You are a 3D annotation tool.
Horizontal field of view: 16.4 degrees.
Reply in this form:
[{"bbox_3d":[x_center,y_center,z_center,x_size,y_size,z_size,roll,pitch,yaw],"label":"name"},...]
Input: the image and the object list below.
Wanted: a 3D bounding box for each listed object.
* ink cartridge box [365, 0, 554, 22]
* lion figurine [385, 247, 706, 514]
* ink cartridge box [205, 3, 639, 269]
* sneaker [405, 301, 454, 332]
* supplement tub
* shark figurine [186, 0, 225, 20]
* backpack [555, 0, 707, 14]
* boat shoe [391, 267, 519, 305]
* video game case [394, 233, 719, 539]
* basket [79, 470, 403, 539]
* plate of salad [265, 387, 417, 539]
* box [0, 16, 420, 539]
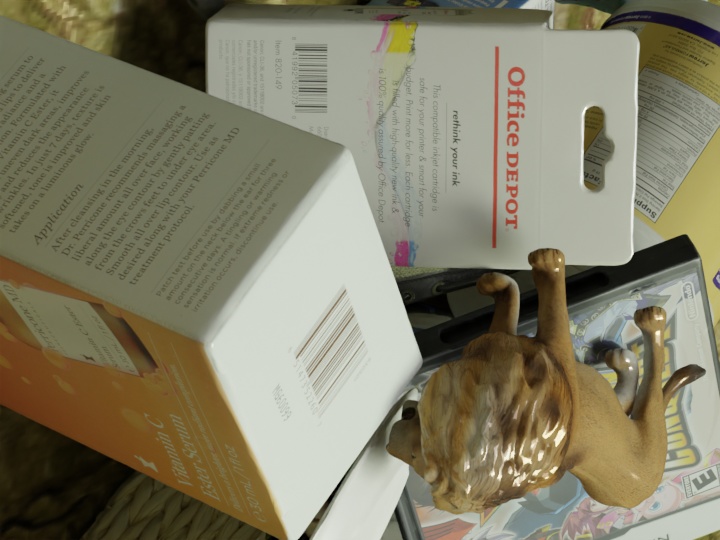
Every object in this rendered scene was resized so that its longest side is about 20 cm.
[{"bbox_3d":[0.021,-0.070,1.346,0.200,0.076,0.137,-42,143,-40],"label":"ink cartridge box"},{"bbox_3d":[0.099,0.069,1.150,0.200,0.072,0.123,22,59,-39],"label":"lion figurine"},{"bbox_3d":[0.030,-0.064,1.173,0.068,0.199,0.117,-62,153,-76],"label":"ink cartridge box"},{"bbox_3d":[0.028,0.057,1.444,0.200,0.076,0.077,28,81,-59],"label":"sneaker"},{"bbox_3d":[0.150,-0.035,1.363,0.200,0.145,0.146,-54,148,-22],"label":"supplement tub"},{"bbox_3d":[-0.092,-0.171,1.086,0.214,0.089,0.128,-4,112,-60],"label":"shark figurine"},{"bbox_3d":[0.179,-0.237,1.432,0.200,0.150,0.178,-55,150,-13],"label":"backpack"},{"bbox_3d":[0.000,-0.001,1.260,0.072,0.200,0.066,-99,170,-57],"label":"boat shoe"},{"bbox_3d":[0.101,0.089,1.284,0.180,0.026,0.200,-20,132,-4],"label":"video game case"},{"bbox_3d":[-0.057,0.154,1.325,0.200,0.123,0.136,-52,147,-27],"label":"basket"},{"bbox_3d":[-0.029,0.139,1.163,0.200,0.048,0.200,-60,172,-15],"label":"plate of salad"},{"bbox_3d":[-0.095,0.002,1.064,0.106,0.200,0.152,-54,148,-24],"label":"box"}]
